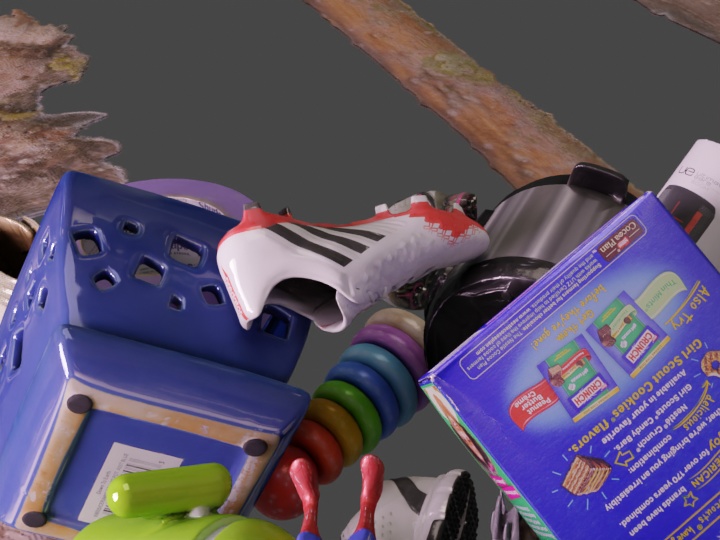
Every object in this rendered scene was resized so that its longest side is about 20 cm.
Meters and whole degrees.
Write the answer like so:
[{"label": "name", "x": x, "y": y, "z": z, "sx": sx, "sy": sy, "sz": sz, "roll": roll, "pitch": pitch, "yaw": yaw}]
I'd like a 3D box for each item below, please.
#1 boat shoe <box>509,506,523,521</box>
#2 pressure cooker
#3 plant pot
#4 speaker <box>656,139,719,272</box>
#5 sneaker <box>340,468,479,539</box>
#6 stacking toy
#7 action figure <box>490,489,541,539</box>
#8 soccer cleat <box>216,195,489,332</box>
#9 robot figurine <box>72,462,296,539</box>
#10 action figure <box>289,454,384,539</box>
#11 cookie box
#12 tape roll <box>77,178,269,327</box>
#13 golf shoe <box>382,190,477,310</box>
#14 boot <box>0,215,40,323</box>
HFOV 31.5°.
[{"label": "boat shoe", "x": 0.175, "y": 0.163, "z": 0.898, "sx": 0.199, "sy": 0.072, "sz": 0.072, "roll": -27, "pitch": 41, "yaw": -37}, {"label": "pressure cooker", "x": 0.155, "y": 0.027, "z": 0.986, "sx": 0.175, "sy": 0.179, "sz": 0.200, "roll": -26, "pitch": 16, "yaw": 38}, {"label": "plant pot", "x": -0.147, "y": 0.081, "z": 0.879, "sx": 0.198, "sy": 0.201, "sz": 0.181, "roll": 17, "pitch": 35, "yaw": -20}, {"label": "speaker", "x": 0.193, "y": 0.017, "z": 0.823, "sx": 0.201, "sy": 0.081, "sz": 0.081, "roll": -54, "pitch": 46, "yaw": 0}, {"label": "sneaker", "x": 0.017, "y": 0.208, "z": 0.848, "sx": 0.079, "sy": 0.075, "sz": 0.200, "roll": -3, "pitch": 25, "yaw": 24}, {"label": "stacking toy", "x": -0.016, "y": 0.114, "z": 0.977, "sx": 0.085, "sy": 0.086, "sz": 0.200, "roll": 22, "pitch": 44, "yaw": 31}, {"label": "action figure", "x": 0.151, "y": 0.181, "z": 0.813, "sx": 0.197, "sy": 0.132, "sz": 0.069, "roll": -10, "pitch": 26, "yaw": -10}, {"label": "soccer cleat", "x": 0.000, "y": 0.000, "z": 0.862, "sx": 0.198, "sy": 0.069, "sz": 0.086, "roll": -1, "pitch": 62, "yaw": -24}, {"label": "robot figurine", "x": -0.106, "y": 0.206, "z": 0.767, "sx": 0.198, "sy": 0.178, "sz": 0.115, "roll": -4, "pitch": -3, "yaw": 31}, {"label": "action figure", "x": -0.022, "y": 0.154, "z": 0.640, "sx": 0.064, "sy": 0.100, "sz": 0.201, "roll": -6, "pitch": 36, "yaw": 7}, {"label": "cookie box", "x": 0.160, "y": 0.089, "z": 0.739, "sx": 0.171, "sy": 0.075, "sz": 0.201, "roll": -38, "pitch": 86, "yaw": -5}, {"label": "tape roll", "x": -0.179, "y": 0.002, "z": 1.140, "sx": 0.197, "sy": 0.086, "sz": 0.201, "roll": 1, "pitch": 32, "yaw": 0}, {"label": "golf shoe", "x": 0.045, "y": -0.018, "z": 1.187, "sx": 0.091, "sy": 0.074, "sz": 0.200, "roll": 5, "pitch": 23, "yaw": 19}, {"label": "boot", "x": -0.292, "y": 0.020, "z": 1.045, "sx": 0.071, "sy": 0.156, "sz": 0.200, "roll": -19, "pitch": 37, "yaw": -27}]
